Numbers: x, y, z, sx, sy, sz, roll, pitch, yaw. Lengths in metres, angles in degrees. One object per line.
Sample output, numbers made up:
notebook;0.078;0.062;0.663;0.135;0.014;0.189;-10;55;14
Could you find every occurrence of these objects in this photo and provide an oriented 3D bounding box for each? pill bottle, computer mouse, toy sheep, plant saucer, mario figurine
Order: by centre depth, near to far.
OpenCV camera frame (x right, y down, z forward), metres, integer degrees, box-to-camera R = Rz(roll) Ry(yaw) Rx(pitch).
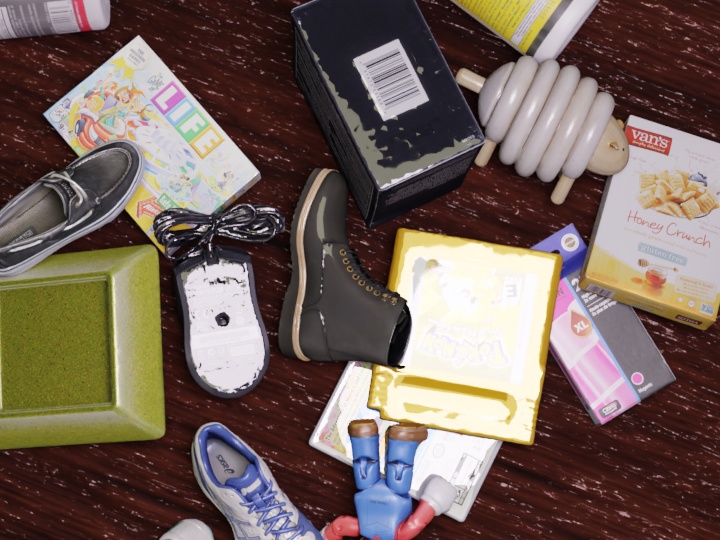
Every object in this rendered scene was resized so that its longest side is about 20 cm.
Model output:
mario figurine;0.022;0.252;1.382;0.106;0.123;0.200;4;90;-40
plant saucer;-0.304;0.077;1.384;0.199;0.048;0.200;-6;82;15
toy sheep;0.188;-0.156;1.411;0.200;0.138;0.138;24;82;0
computer mouse;-0.142;0.033;1.416;0.138;0.053;0.200;-4;86;-11
pill bottle;-0.371;-0.301;1.431;0.200;0.111;0.111;-6;82;-3
pill bottle;0.151;-0.318;1.444;0.200;0.112;0.112;38;83;3

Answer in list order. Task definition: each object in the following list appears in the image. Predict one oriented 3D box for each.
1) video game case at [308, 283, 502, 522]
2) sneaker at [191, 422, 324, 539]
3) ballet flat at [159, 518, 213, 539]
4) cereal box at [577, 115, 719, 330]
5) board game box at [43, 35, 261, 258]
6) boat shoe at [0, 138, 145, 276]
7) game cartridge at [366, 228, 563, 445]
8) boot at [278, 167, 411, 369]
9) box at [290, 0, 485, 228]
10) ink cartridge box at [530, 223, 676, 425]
video game case;0.070;0.134;1.425;0.182;0.024;0.200;27;83;3
sneaker;-0.105;0.236;1.349;0.075;0.088;0.200;-40;69;-18
ballet flat;-0.168;0.352;1.363;0.069;0.069;0.200;-12;81;-3
cereal box;0.323;-0.053;1.430;0.144;0.040;0.200;18;70;1
board game box;-0.222;-0.132;1.450;0.134;0.034;0.200;-41;85;-7
boat shoe;-0.300;-0.067;1.380;0.200;0.071;0.072;-42;83;-15
game cartridge;0.108;0.068;1.403;0.176;0.032;0.200;9;82;4
boot;0.000;0.000;1.390;0.138;0.077;0.200;8;94;31
box;0.022;-0.170;1.378;0.123;0.198;0.200;-25;84;-7
ink cartridge box;0.240;0.055;1.435;0.095;0.037;0.200;-30;82;-5
